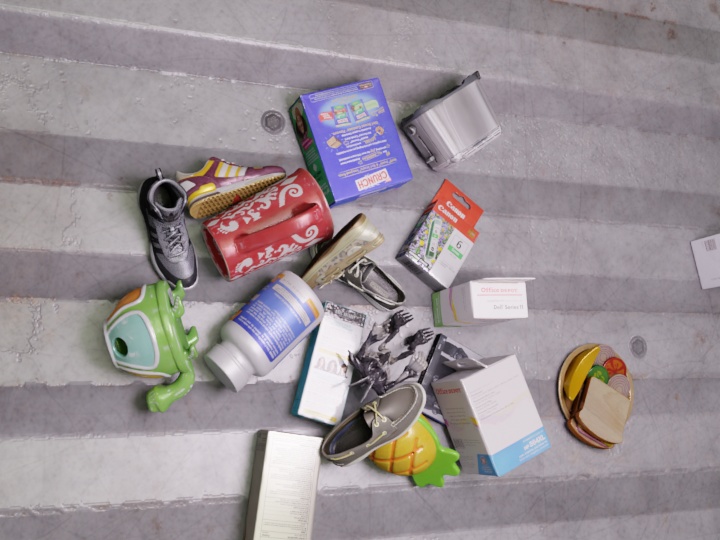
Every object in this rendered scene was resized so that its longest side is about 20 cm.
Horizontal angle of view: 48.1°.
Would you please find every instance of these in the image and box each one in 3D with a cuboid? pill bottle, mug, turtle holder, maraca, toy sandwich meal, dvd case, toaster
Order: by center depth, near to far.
[{"bbox_3d":[-0.328,0.114,1.289,0.129,0.142,0.188,-16,126,-8],"label":"turtle holder"},{"bbox_3d":[-0.163,0.105,1.353,0.200,0.112,0.113,-43,97,-22],"label":"pill bottle"},{"bbox_3d":[-0.158,-0.081,1.361,0.198,0.178,0.135,-27,76,-19],"label":"mug"},{"bbox_3d":[0.082,0.306,1.406,0.199,0.137,0.108,38,38,-8],"label":"maraca"},{"bbox_3d":[0.202,0.232,1.519,0.198,0.025,0.152,30,71,-15],"label":"dvd case"},{"bbox_3d":[0.184,-0.283,1.560,0.199,0.113,0.130,-35,98,-25],"label":"toaster"},{"bbox_3d":[0.476,0.243,1.598,0.201,0.070,0.210,4,79,-20],"label":"toy sandwich meal"}]

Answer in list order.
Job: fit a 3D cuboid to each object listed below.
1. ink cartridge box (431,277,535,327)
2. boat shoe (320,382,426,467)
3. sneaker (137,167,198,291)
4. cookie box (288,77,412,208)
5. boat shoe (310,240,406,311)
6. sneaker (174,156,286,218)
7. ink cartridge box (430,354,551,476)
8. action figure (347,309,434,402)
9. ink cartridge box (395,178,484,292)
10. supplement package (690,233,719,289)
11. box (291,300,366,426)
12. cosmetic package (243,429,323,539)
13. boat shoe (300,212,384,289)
[{"bbox_3d":[0.223,0.060,1.463,0.115,0.200,0.069,0,80,-20],"label":"ink cartridge box"},{"bbox_3d":[0.021,0.253,1.330,0.201,0.060,0.073,-40,58,13],"label":"boat shoe"},{"bbox_3d":[-0.312,-0.067,1.324,0.074,0.114,0.203,-18,87,-22],"label":"sneaker"},{"bbox_3d":[-0.018,-0.232,1.489,0.169,0.075,0.203,-18,87,-23],"label":"cookie box"},{"bbox_3d":[0.000,0.000,1.460,0.198,0.064,0.071,34,70,-12],"label":"boat shoe"},{"bbox_3d":[-0.223,-0.163,1.399,0.198,0.075,0.091,-21,70,-34],"label":"sneaker"},{"bbox_3d":[0.226,0.245,1.443,0.123,0.128,0.203,-20,88,-23],"label":"ink cartridge box"},{"bbox_3d":[0.052,0.142,1.402,0.119,0.102,0.200,44,40,0],"label":"action figure"},{"bbox_3d":[0.164,-0.073,1.544,0.108,0.050,0.202,37,70,-11],"label":"ink cartridge box"},{"bbox_3d":[0.847,-0.036,1.770,0.197,0.113,0.112,-10,85,-24],"label":"supplement package"},{"bbox_3d":[-0.055,0.164,1.417,0.081,0.049,0.204,19,74,-17],"label":"box"},{"bbox_3d":[-0.129,0.372,1.339,0.103,0.071,0.204,13,76,-19],"label":"cosmetic package"},{"bbox_3d":[-0.040,-0.015,1.383,0.062,0.200,0.074,40,39,-11],"label":"boat shoe"}]
